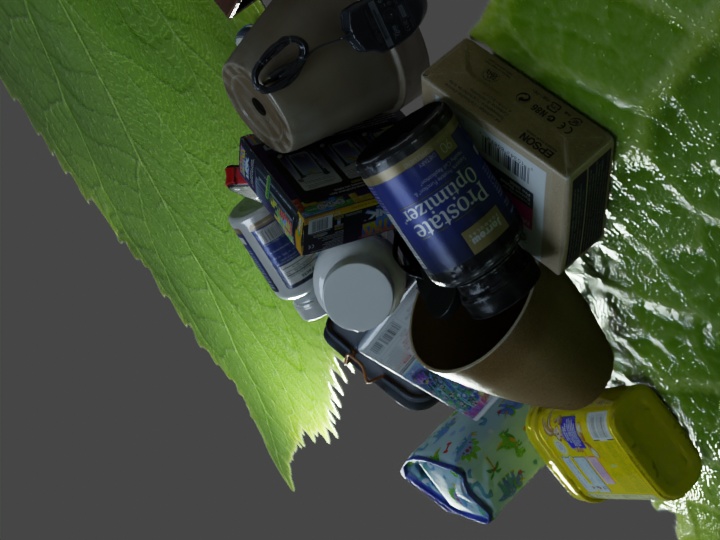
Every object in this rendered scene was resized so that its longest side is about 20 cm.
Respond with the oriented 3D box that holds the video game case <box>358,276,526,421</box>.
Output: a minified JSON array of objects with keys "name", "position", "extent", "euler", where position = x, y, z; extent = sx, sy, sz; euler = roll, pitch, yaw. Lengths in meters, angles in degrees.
[{"name":"video game case","position":[0.120,0.078,1.611],"extent":[0.181,0.024,0.200],"euler":[31,128,-8]}]

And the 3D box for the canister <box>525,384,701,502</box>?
[{"name":"canister","position":[0.302,0.209,1.592],"extent":[0.149,0.086,0.200],"euler":[52,159,-6]}]

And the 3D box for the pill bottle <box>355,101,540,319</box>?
[{"name":"pill bottle","position":[0.092,-0.056,1.314],"extent":[0.201,0.112,0.112],"euler":[54,160,-13]}]

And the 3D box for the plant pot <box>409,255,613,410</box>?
[{"name":"plant pot","position":[0.186,0.072,1.480],"extent":[0.199,0.188,0.186],"euler":[34,171,-33]}]

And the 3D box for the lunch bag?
[{"name":"lunch bag","position":[0.161,0.245,1.836],"extent":[0.128,0.170,0.199],"euler":[57,158,-18]}]

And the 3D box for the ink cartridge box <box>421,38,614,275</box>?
[{"name":"ink cartridge box","position":[0.156,-0.115,1.347],"extent":[0.200,0.075,0.165],"euler":[39,156,28]}]

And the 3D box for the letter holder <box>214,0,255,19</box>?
[{"name":"letter holder","position":[-0.158,-0.408,1.468],"extent":[0.201,0.100,0.142],"euler":[51,158,-1]}]

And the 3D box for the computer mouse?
[{"name":"computer mouse","position":[-0.023,-0.237,1.362],"extent":[0.034,0.198,0.059],"euler":[-108,-6,-71]}]

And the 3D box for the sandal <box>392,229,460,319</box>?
[{"name":"sandal","position":[0.066,-0.025,1.485],"extent":[0.076,0.045,0.201],"euler":[-61,28,28]}]

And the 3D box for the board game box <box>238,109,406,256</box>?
[{"name":"board game box","position":[-0.014,-0.108,1.485],"extent":[0.166,0.198,0.057],"euler":[51,148,42]}]

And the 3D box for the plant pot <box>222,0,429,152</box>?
[{"name":"plant pot","position":[-0.051,-0.227,1.451],"extent":[0.200,0.173,0.201],"euler":[42,158,22]}]

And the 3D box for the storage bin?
[{"name":"storage bin","position":[0.043,0.065,1.736],"extent":[0.199,0.145,0.135],"euler":[37,146,31]}]

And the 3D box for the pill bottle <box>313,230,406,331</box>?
[{"name":"pill bottle","position":[0.000,0.000,1.578],"extent":[0.113,0.112,0.200],"euler":[55,-168,-15]}]

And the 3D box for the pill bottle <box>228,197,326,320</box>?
[{"name":"pill bottle","position":[-0.105,-0.028,2.011],"extent":[0.201,0.111,0.111],"euler":[58,159,-21]}]

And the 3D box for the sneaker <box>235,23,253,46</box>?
[{"name":"sneaker","position":[-0.099,-0.231,1.675],"extent":[0.200,0.085,0.077],"euler":[45,160,16]}]

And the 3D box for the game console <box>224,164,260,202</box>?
[{"name":"game console","position":[-0.058,-0.100,1.684],"extent":[0.175,0.031,0.199],"euler":[1,171,31]}]
